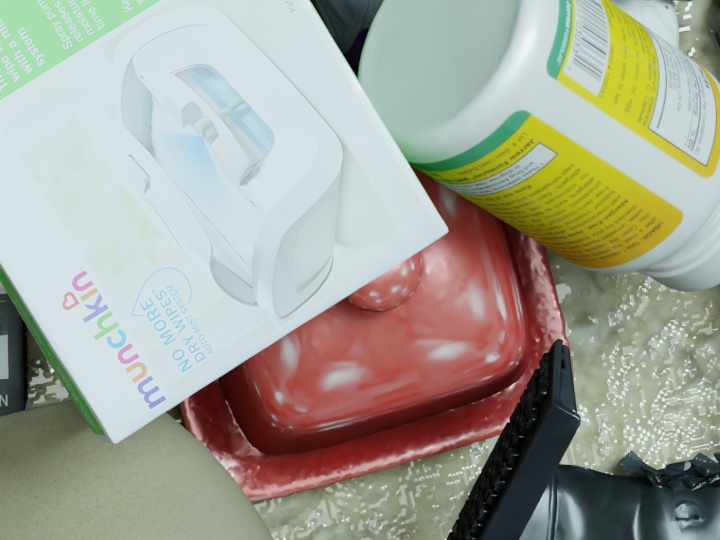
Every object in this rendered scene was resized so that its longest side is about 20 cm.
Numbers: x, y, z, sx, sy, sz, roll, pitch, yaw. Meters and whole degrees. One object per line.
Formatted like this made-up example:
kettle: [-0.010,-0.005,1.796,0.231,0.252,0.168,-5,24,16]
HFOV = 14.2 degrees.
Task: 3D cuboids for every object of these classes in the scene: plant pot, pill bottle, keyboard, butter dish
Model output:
plant pot: [-0.135,0.132,1.358,0.200,0.200,0.135,-13,84,-6]
pill bottle: [0.103,-0.066,1.340,0.200,0.113,0.113,29,84,-38]
keyboard: [0.054,0.139,1.369,0.021,0.127,0.200,19,117,-11]
butter dish: [0.000,0.000,1.398,0.200,0.148,0.200,-15,90,-7]

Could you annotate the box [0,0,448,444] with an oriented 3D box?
box: [-0.093,-0.056,1.263,0.176,0.097,0.200,-32,98,-8]

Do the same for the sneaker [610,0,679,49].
sneaker: [0.108,-0.129,1.462,0.087,0.075,0.200,-36,99,-18]

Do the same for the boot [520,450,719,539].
boot: [0.145,0.183,1.449,0.162,0.073,0.199,5,89,-12]

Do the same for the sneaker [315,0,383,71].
sneaker: [0.071,-0.139,1.386,0.200,0.074,0.088,-3,120,24]

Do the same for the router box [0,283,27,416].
router box: [-0.265,0.004,1.418,0.200,0.051,0.149,-1,90,-6]

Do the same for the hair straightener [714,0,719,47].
hair straightener: [0.236,-0.069,1.485,0.077,0.041,0.200,-18,85,-12]
